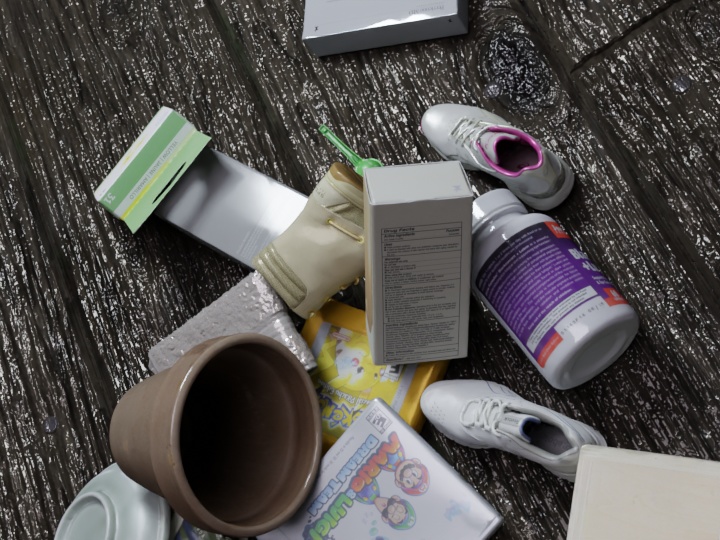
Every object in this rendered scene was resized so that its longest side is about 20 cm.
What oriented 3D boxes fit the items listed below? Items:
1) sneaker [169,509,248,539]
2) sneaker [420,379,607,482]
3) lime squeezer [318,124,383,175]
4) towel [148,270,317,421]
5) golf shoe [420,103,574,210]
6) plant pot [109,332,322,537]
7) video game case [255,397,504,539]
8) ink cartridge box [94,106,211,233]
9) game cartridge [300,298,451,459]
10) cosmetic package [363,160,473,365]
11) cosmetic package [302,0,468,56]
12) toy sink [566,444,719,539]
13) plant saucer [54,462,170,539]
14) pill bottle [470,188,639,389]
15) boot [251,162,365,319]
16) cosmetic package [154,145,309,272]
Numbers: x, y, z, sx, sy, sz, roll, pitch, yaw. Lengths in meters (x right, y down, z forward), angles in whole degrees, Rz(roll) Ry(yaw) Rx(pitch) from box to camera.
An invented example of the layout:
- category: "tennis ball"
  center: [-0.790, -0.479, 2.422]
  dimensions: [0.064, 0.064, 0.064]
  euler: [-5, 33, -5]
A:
- category: "sneaker"
  center: [-0.164, 0.307, 1.280]
  dimensions: [0.090, 0.067, 0.201]
  euler: [5, 70, 30]
- category: "sneaker"
  center: [0.148, 0.149, 1.194]
  dimensions: [0.200, 0.087, 0.075]
  euler: [14, 78, 27]
- category: "lime squeezer"
  center: [0.005, -0.112, 1.369]
  dimensions: [0.038, 0.071, 0.200]
  euler: [-60, 30, 12]
- category: "towel"
  center: [-0.148, 0.101, 1.328]
  dimensions: [0.200, 0.034, 0.133]
  euler: [-37, 75, 27]
- category: "golf shoe"
  center: [0.142, -0.141, 1.304]
  dimensions: [0.200, 0.092, 0.075]
  euler: [31, 87, 31]
- category: "plant pot"
  center: [-0.167, 0.167, 1.231]
  dimensions: [0.174, 0.200, 0.201]
  euler: [-5, 68, 43]
- category: "video game case"
  center: [0.017, 0.264, 1.220]
  dimensions: [0.182, 0.024, 0.200]
  euler: [43, 96, 20]
- category: "ink cartridge box"
  center: [-0.253, -0.124, 1.426]
  dimensions: [0.146, 0.048, 0.200]
  euler: [-52, 17, -2]
- category: "game cartridge"
  center: [-0.013, 0.144, 1.297]
  dimensions: [0.176, 0.032, 0.200]
  euler: [19, 79, 28]
- category: "cosmetic package"
  center: [0.056, -0.005, 1.202]
  dimensions: [0.105, 0.200, 0.071]
  euler: [-4, 35, -6]
- category: "cosmetic package"
  center: [0.032, -0.350, 1.450]
  dimensions: [0.200, 0.052, 0.151]
  euler: [-4, 68, 22]
- category: "toy sink"
  center: [0.300, 0.236, 1.074]
  dimensions: [0.200, 0.130, 0.112]
  euler: [5, 73, 23]
- category: "plant saucer"
  center: [-0.288, 0.300, 1.307]
  dimensions: [0.200, 0.050, 0.201]
  euler: [-24, 53, 36]
- category: "pill bottle"
  center: [0.181, 0.013, 1.217]
  dimensions: [0.111, 0.111, 0.200]
  euler: [-40, 61, 5]
- category: "boot"
  center: [0.000, 0.000, 1.285]
  dimensions: [0.155, 0.200, 0.073]
  euler: [-47, 20, 13]
- category: "cosmetic package"
  center: [-0.130, -0.059, 1.394]
  dimensions: [0.200, 0.090, 0.107]
  euler: [30, 85, 32]
